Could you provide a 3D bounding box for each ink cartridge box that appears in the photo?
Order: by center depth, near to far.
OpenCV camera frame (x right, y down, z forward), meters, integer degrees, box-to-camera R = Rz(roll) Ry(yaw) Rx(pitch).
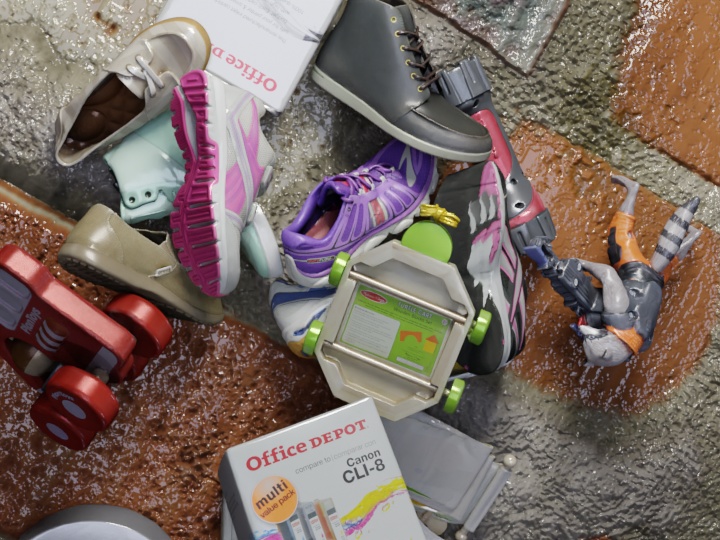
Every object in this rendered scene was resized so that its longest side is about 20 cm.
[{"bbox_3d":[-0.031,0.238,1.010,0.144,0.145,0.202,-18,76,-15],"label":"ink cartridge box"},{"bbox_3d":[-0.094,-0.268,1.082,0.144,0.083,0.202,29,90,-8],"label":"ink cartridge box"}]

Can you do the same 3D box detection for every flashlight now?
[{"bbox_3d":[0.131,-0.113,1.134,0.067,0.068,0.202,-27,98,-10],"label":"flashlight"}]

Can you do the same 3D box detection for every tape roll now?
[{"bbox_3d":[-0.265,0.336,1.106,0.197,0.066,0.203,0,93,-7],"label":"tape roll"}]

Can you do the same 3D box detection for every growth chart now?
[{"bbox_3d":[0.055,0.194,1.139,0.199,0.018,0.145,32,120,-10],"label":"growth chart"}]

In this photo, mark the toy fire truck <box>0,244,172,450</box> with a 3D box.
[{"bbox_3d":[-0.280,0.064,1.029,0.167,0.200,0.113,39,57,-8],"label":"toy fire truck"}]

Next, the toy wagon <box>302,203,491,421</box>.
[{"bbox_3d":[0.042,0.035,1.038,0.154,0.040,0.202,22,98,4],"label":"toy wagon"}]

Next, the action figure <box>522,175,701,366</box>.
[{"bbox_3d":[0.259,0.003,1.121,0.199,0.104,0.195,35,70,-36],"label":"action figure"}]

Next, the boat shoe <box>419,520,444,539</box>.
[{"bbox_3d":[0.035,0.286,1.141,0.200,0.072,0.071,41,121,-8],"label":"boat shoe"}]

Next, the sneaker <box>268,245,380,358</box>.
[{"bbox_3d":[0.000,0.000,1.115,0.199,0.075,0.089,-30,67,-12],"label":"sneaker"}]

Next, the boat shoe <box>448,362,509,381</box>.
[{"bbox_3d":[0.063,0.087,1.127,0.199,0.086,0.076,-3,94,-8],"label":"boat shoe"}]

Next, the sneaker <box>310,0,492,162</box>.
[{"bbox_3d":[0.051,-0.187,1.074,0.199,0.075,0.107,31,116,11],"label":"sneaker"}]

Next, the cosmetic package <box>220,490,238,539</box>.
[{"bbox_3d":[-0.087,0.303,1.094,0.102,0.073,0.203,3,74,-8],"label":"cosmetic package"}]

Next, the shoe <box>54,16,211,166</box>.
[{"bbox_3d":[-0.214,-0.160,1.039,0.199,0.054,0.070,-32,116,29],"label":"shoe"}]

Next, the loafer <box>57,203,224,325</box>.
[{"bbox_3d":[-0.192,-0.001,1.051,0.075,0.200,0.068,8,75,34],"label":"loafer"}]

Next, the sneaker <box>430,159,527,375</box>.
[{"bbox_3d":[0.122,-0.004,1.090,0.080,0.086,0.203,1,92,35],"label":"sneaker"}]

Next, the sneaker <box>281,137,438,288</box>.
[{"bbox_3d":[0.002,-0.069,1.083,0.080,0.084,0.200,27,62,32],"label":"sneaker"}]

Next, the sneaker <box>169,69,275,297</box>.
[{"bbox_3d":[-0.117,-0.077,1.020,0.087,0.081,0.203,-3,98,-39],"label":"sneaker"}]

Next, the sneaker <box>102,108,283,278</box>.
[{"bbox_3d":[-0.165,-0.054,1.090,0.118,0.074,0.201,-35,88,-11],"label":"sneaker"}]
